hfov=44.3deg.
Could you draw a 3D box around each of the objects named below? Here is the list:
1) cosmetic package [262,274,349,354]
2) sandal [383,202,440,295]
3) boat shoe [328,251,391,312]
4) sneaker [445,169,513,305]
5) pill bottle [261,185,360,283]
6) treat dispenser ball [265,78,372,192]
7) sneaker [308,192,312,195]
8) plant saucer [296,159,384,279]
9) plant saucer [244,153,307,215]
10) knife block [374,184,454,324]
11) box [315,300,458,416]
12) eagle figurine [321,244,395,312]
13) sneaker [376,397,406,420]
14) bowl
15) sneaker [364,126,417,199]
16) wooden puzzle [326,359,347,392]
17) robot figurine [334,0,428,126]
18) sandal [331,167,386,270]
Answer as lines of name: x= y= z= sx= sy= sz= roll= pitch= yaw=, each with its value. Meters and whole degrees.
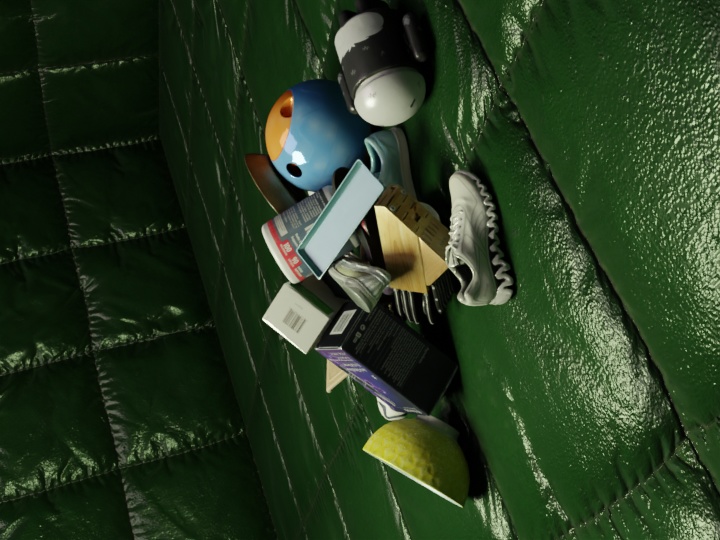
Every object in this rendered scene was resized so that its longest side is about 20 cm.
cosmetic package: x=-0.092 y=0.074 z=1.635 sx=0.086 sy=0.107 sz=0.200 roll=-55 pitch=-6 yaw=14
sandal: x=0.084 y=-0.042 z=1.485 sx=0.080 sy=0.059 sz=0.208 roll=52 pitch=138 yaw=19
boat shoe: x=0.000 y=0.013 z=1.425 sx=0.075 sy=0.065 sz=0.202 roll=48 pitch=177 yaw=-13
sneaker: x=0.156 y=-0.047 z=1.268 sx=0.075 sy=0.079 sz=0.204 roll=136 pitch=122 yaw=-69
pill bottle: x=-0.062 y=-0.077 z=1.550 sx=0.121 sy=0.198 sz=0.120 roll=58 pitch=-177 yaw=-5
treat dispenser ball: x=-0.076 y=-0.247 z=1.624 sx=0.200 sy=0.197 sz=0.205 roll=168 pitch=90 yaw=-70
sneaker: x=-0.090 y=-0.183 z=1.909 sx=0.089 sy=0.074 sz=0.204 roll=118 pitch=137 yaw=-78
plant saucer: x=-0.032 y=-0.082 z=1.437 sx=0.070 sy=0.019 sz=0.201 roll=48 pitch=120 yaw=22
plant saucer: x=-0.142 y=-0.150 z=1.675 sx=0.201 sy=0.035 sz=0.201 roll=51 pitch=-169 yaw=-13
knife block: x=0.072 y=-0.012 z=1.412 sx=0.199 sy=0.064 sz=0.176 roll=41 pitch=135 yaw=-4
box: x=0.043 y=0.148 z=1.511 sx=0.199 sy=0.105 sz=0.148 roll=38 pitch=163 yaw=-12
eagle figurine: x=0.005 y=-0.006 z=1.646 sx=0.200 sy=0.150 sz=0.152 roll=45 pitch=173 yaw=37
sneaker: x=0.050 y=0.172 z=1.703 sx=0.131 sy=0.078 sz=0.202 roll=110 pitch=149 yaw=-46
bowl: x=0.113 y=0.309 z=1.520 sx=0.109 sy=0.198 sz=0.200 roll=-60 pitch=16 yaw=-11
sneaker: x=0.046 y=-0.139 z=1.520 sx=0.074 sy=0.080 sz=0.205 roll=175 pitch=83 yaw=-71
wooden puzzle: x=-0.019 y=0.122 z=1.751 sx=0.200 sy=0.037 sz=0.188 roll=130 pitch=147 yaw=-50
robot figurine: x=0.031 y=-0.329 z=1.396 sx=0.151 sy=0.122 sz=0.204 roll=106 pitch=148 yaw=-72
sandal: x=0.018 y=-0.086 z=1.453 sx=0.045 sy=0.074 sz=0.203 roll=-41 pitch=71 yaw=51
